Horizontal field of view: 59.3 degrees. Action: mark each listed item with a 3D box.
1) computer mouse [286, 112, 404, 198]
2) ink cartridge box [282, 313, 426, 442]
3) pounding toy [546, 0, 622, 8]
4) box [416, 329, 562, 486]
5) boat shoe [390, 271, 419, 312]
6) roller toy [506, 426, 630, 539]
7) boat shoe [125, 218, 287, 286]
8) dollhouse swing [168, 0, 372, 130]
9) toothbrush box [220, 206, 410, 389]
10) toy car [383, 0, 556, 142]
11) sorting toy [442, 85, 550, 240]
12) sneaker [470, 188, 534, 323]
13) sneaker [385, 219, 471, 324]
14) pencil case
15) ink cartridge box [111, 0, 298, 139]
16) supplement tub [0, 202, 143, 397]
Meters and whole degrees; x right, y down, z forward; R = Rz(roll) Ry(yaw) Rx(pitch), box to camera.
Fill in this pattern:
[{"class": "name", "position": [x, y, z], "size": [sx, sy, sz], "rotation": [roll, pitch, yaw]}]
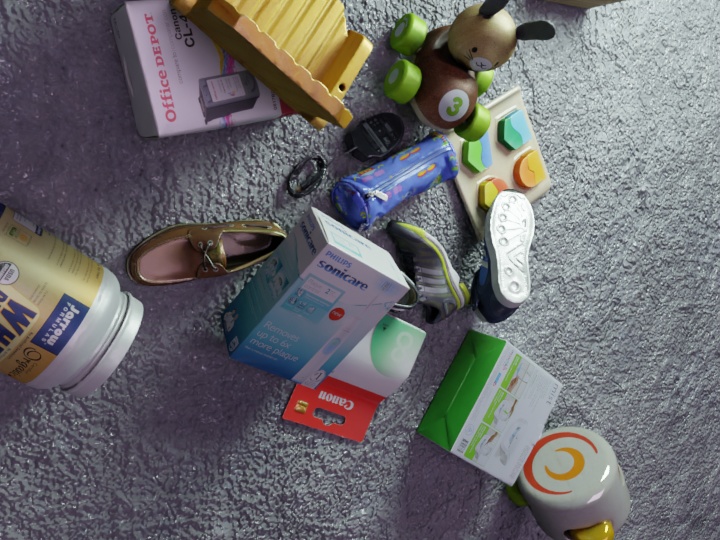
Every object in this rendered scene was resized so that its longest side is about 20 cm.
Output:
[{"class": "computer mouse", "position": [-0.020, -0.160, 0.889], "size": [0.200, 0.034, 0.059], "rotation": [-33, 87, -15]}, {"class": "ink cartridge box", "position": [-0.006, 0.153, 0.945], "size": [0.160, 0.050, 0.201], "rotation": [27, 82, -32]}, {"class": "pounding toy", "position": [0.358, -0.504, 0.994], "size": [0.199, 0.142, 0.185], "rotation": [-6, 102, -31]}, {"class": "box", "position": [0.225, 0.233, 1.073], "size": [0.176, 0.097, 0.201], "rotation": [34, 80, -32]}, {"class": "boat shoe", "position": [0.000, 0.000, 0.902], "size": [0.199, 0.060, 0.076], "rotation": [24, 79, -26]}, {"class": "roller toy", "position": [0.390, 0.395, 1.151], "size": [0.182, 0.200, 0.140], "rotation": [-43, 119, -25]}, {"class": "boat shoe", "position": [-0.187, -0.027, 0.786], "size": [0.199, 0.068, 0.072], "rotation": [-20, 109, -28]}, {"class": "dollhouse swing", "position": [-0.066, -0.264, 0.656], "size": [0.200, 0.176, 0.182], "rotation": [36, 78, -30]}, {"class": "toothbrush box", "position": [-0.060, 0.041, 0.813], "size": [0.146, 0.085, 0.200], "rotation": [30, 110, -37]}, {"class": "toy car", "position": [0.157, -0.294, 0.858], "size": [0.164, 0.200, 0.159], "rotation": [20, 66, -30]}, {"class": "sorting toy", "position": [0.231, -0.175, 1.038], "size": [0.185, 0.036, 0.201], "rotation": [-34, 115, -23]}, {"class": "sneaker", "position": [0.217, -0.014, 1.024], "size": [0.080, 0.147, 0.201], "rotation": [7, 69, -10]}, {"class": "sneaker", "position": [0.095, 0.005, 0.968], "size": [0.081, 0.074, 0.200], "rotation": [-45, 117, -13]}, {"class": "pencil case", "position": [0.054, -0.130, 0.907], "size": [0.200, 0.087, 0.078], "rotation": [-32, 98, -25]}, {"class": "ink cartridge box", "position": [-0.170, -0.244, 0.747], "size": [0.199, 0.085, 0.148], "rotation": [-20, 109, -29]}, {"class": "supplement tub", "position": [-0.345, 0.033, 0.653], "size": [0.200, 0.144, 0.145], "rotation": [39, 78, -31]}]
